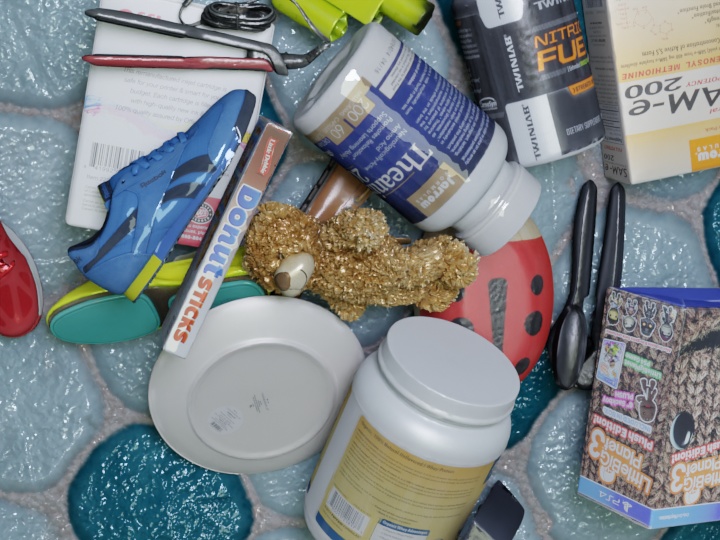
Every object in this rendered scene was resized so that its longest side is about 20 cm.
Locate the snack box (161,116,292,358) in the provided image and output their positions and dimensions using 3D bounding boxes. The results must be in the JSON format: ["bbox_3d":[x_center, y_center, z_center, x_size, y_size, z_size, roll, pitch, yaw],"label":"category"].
[{"bbox_3d":[-0.112,-0.029,1.005,0.024,0.072,0.201,24,96,-13],"label":"snack box"}]

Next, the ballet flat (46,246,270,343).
[{"bbox_3d":[-0.176,0.017,1.087,0.199,0.067,0.067,-10,137,1],"label":"ballet flat"}]

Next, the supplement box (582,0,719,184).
[{"bbox_3d":[0.280,-0.190,1.123,0.125,0.074,0.201,-12,101,-6],"label":"supplement box"}]

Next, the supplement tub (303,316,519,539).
[{"bbox_3d":[0.045,0.157,1.081,0.144,0.145,0.201,17,118,-11],"label":"supplement tub"}]

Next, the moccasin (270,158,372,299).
[{"bbox_3d":[-0.016,-0.046,1.106,0.077,0.074,0.202,31,84,-5],"label":"moccasin"}]

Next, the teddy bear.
[{"bbox_3d":[0.000,0.000,1.026,0.199,0.145,0.067,18,65,-30],"label":"teddy bear"}]

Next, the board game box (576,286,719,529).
[{"bbox_3d":[0.304,0.122,1.141,0.159,0.097,0.201,1,100,-33],"label":"board game box"}]

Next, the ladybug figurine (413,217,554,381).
[{"bbox_3d":[0.118,0.027,1.134,0.135,0.072,0.201,-7,101,-8],"label":"ladybug figurine"}]

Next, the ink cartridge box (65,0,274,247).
[{"bbox_3d":[-0.163,-0.129,1.057,0.147,0.086,0.201,11,97,-11],"label":"ink cartridge box"}]

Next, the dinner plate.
[{"bbox_3d":[-0.089,0.111,1.103,0.199,0.024,0.201,-6,123,-9],"label":"dinner plate"}]

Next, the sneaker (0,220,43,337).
[{"bbox_3d":[-0.333,-0.025,1.031,0.078,0.116,0.201,-27,102,-4],"label":"sneaker"}]

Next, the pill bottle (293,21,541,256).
[{"bbox_3d":[0.051,-0.103,1.029,0.200,0.111,0.111,38,92,-14],"label":"pill bottle"}]

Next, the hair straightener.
[{"bbox_3d":[-0.121,-0.198,0.987,0.199,0.041,0.077,2,99,-9],"label":"hair straightener"}]

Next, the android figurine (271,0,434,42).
[{"bbox_3d":[-0.009,-0.291,1.047,0.200,0.041,0.183,36,102,7],"label":"android figurine"}]

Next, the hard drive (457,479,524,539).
[{"bbox_3d":[0.101,0.265,1.107,0.042,0.200,0.135,27,95,11],"label":"hard drive"}]

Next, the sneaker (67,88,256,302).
[{"bbox_3d":[-0.161,-0.072,0.991,0.078,0.066,0.201,35,95,-11],"label":"sneaker"}]

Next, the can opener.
[{"bbox_3d":[0.220,0.015,1.156,0.063,0.079,0.201,12,88,-3],"label":"can opener"}]

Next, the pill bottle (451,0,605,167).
[{"bbox_3d":[0.142,-0.198,1.083,0.106,0.106,0.201,-18,102,-6],"label":"pill bottle"}]
